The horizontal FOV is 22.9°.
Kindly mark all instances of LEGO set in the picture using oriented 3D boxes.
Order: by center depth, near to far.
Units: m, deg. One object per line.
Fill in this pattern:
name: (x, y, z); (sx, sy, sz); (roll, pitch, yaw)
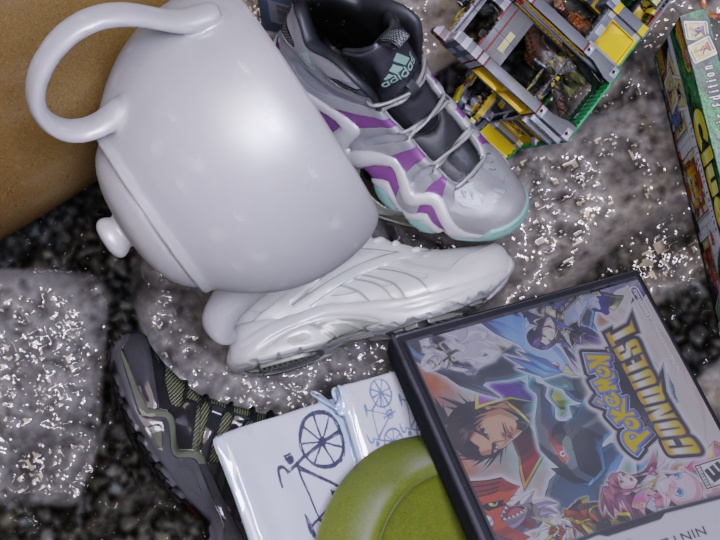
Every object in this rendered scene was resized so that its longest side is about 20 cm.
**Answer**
LEGO set: (0.114, -0.173, 1.152); (0.116, 0.154, 0.200); (40, 90, -12)

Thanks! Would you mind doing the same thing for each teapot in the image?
teapot: (-0.093, -0.061, 1.043); (0.146, 0.197, 0.201); (-33, 92, -2)

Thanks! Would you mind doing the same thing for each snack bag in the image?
snack bag: (0.013, 0.160, 1.115); (0.199, 0.021, 0.190); (-13, 80, -36)

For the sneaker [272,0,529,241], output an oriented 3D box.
sneaker: (0.027, -0.104, 1.091); (0.199, 0.140, 0.078); (35, 68, 7)

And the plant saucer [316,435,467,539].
plant saucer: (0.063, 0.198, 1.103); (0.199, 0.031, 0.202); (13, 66, -31)

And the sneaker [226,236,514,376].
sneaker: (0.000, 0.000, 1.163); (0.198, 0.078, 0.100); (-14, 78, -4)

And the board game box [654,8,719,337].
board game box: (0.231, -0.059, 1.160); (0.023, 0.105, 0.202); (-11, 81, -4)

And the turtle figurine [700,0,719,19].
turtle figurine: (0.311, -0.251, 1.212); (0.198, 0.064, 0.162); (-18, 74, 5)

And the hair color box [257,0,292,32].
hair color box: (-0.015, -0.262, 1.190); (0.060, 0.099, 0.202); (16, 81, 2)

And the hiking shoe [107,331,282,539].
hiking shoe: (-0.084, 0.114, 1.152); (0.100, 0.076, 0.201); (-35, 92, -14)

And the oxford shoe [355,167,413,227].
oxford shoe: (-0.029, -0.078, 1.183); (0.198, 0.058, 0.076); (15, 83, 3)

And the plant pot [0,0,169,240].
plant pot: (-0.185, -0.139, 1.140); (0.199, 0.186, 0.187); (-24, 82, -17)

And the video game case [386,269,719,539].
video game case: (0.135, 0.105, 1.111); (0.179, 0.026, 0.201); (-14, 60, -17)
